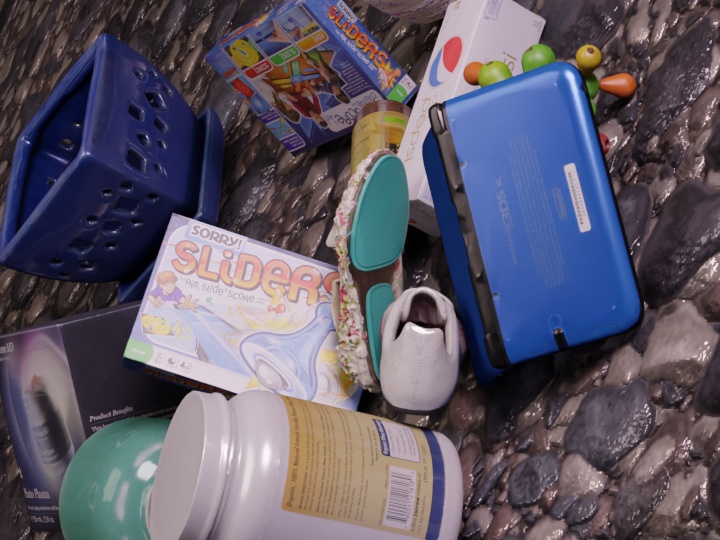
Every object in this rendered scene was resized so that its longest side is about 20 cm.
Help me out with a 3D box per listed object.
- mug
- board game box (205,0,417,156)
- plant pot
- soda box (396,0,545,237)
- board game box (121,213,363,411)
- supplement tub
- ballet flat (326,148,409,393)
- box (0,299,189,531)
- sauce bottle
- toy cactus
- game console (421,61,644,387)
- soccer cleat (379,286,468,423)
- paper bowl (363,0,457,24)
[{"bbox_3d":[-0.168,0.192,1.831,0.114,0.152,0.185,-2,63,59],"label":"mug"},{"bbox_3d":[-0.049,-0.187,1.974,0.034,0.135,0.200,-50,17,-28],"label":"board game box"},{"bbox_3d":[-0.259,-0.096,2.244,0.200,0.180,0.200,-44,30,36],"label":"plant pot"},{"bbox_3d":[0.086,-0.132,1.753,0.068,0.064,0.200,-10,57,61],"label":"soda box"},{"bbox_3d":[-0.085,0.047,1.757,0.034,0.200,0.136,115,172,-70],"label":"board game box"},{"bbox_3d":[-0.041,0.167,1.519,0.144,0.200,0.145,-165,90,-71],"label":"supplement tub"},{"bbox_3d":[0.000,0.000,1.697,0.064,0.076,0.201,9,101,46],"label":"ballet flat"},{"bbox_3d":[-0.250,0.139,1.977,0.200,0.123,0.199,-12,90,60],"label":"box"},{"bbox_3d":[0.022,-0.063,1.809,0.065,0.065,0.200,-44,31,36],"label":"sauce bottle"},{"bbox_3d":[0.136,-0.090,1.608,0.200,0.102,0.165,8,92,62],"label":"toy cactus"},{"bbox_3d":[0.121,-0.030,1.532,0.170,0.118,0.200,-18,80,23],"label":"game console"},{"bbox_3d":[0.051,0.043,1.590,0.200,0.070,0.087,-85,2,-70],"label":"soccer cleat"},{"bbox_3d":[0.076,-0.319,1.883,0.201,0.104,0.201,-28,53,43],"label":"paper bowl"}]
